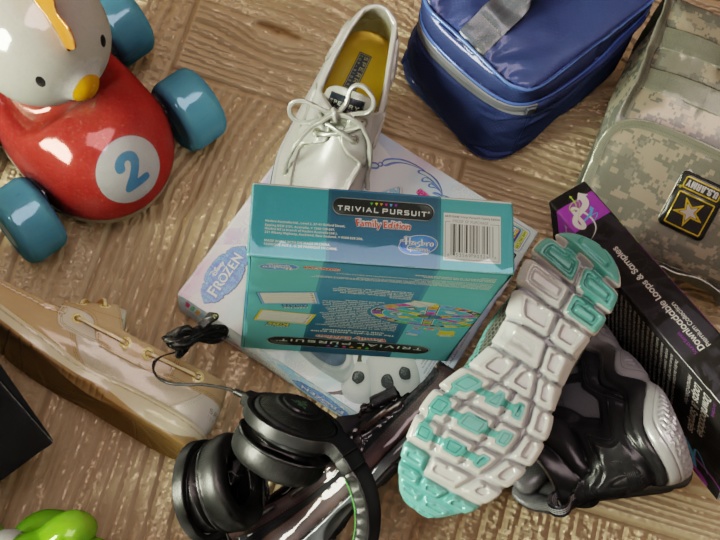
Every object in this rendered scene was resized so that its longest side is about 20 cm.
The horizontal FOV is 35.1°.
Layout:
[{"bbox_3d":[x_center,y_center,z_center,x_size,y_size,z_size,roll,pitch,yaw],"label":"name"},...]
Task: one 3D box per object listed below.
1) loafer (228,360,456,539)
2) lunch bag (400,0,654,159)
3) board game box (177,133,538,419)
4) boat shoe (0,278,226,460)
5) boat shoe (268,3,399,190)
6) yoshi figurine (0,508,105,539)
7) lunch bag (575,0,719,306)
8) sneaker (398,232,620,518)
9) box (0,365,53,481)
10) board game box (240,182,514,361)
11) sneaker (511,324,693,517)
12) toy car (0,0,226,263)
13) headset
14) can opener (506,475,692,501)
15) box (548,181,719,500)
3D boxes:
[{"bbox_3d":[-0.013,0.130,0.771,0.063,0.072,0.200,43,95,11],"label":"loafer"},{"bbox_3d":[0.141,-0.203,0.905,0.200,0.132,0.136,-41,80,-18],"label":"lunch bag"},{"bbox_3d":[0.000,0.000,0.860,0.199,0.043,0.200,33,70,4],"label":"board game box"},{"bbox_3d":[-0.185,0.057,0.805,0.200,0.074,0.069,33,62,0],"label":"boat shoe"},{"bbox_3d":[-0.013,-0.110,0.828,0.074,0.086,0.203,22,68,2],"label":"boat shoe"},{"bbox_3d":[-0.249,0.216,0.738,0.199,0.113,0.112,-27,35,-2],"label":"yoshi figurine"},{"bbox_3d":[0.265,-0.088,0.891,0.163,0.118,0.201,24,75,3],"label":"lunch bag"},{"bbox_3d":[0.095,0.074,0.726,0.077,0.091,0.200,36,79,10],"label":"sneaker"},{"bbox_3d":[-0.338,0.080,0.715,0.198,0.123,0.200,-37,62,-13],"label":"box"},{"bbox_3d":[0.001,0.007,0.728,0.150,0.200,0.047,4,71,-6],"label":"board game box"},{"bbox_3d":[0.137,0.096,0.786,0.113,0.200,0.076,-24,115,-2],"label":"sneaker"},{"bbox_3d":[-0.209,-0.137,0.797,0.184,0.200,0.177,-38,79,-18],"label":"toy car"},{"bbox_3d":[-0.065,0.120,0.742,0.123,0.094,0.200,-38,82,20],"label":"headset"},{"bbox_3d":[0.137,0.136,0.825,0.199,0.053,0.067,-4,72,-10],"label":"can opener"},{"bbox_3d":[0.203,0.050,0.786,0.036,0.143,0.200,-29,58,-5],"label":"box"}]
